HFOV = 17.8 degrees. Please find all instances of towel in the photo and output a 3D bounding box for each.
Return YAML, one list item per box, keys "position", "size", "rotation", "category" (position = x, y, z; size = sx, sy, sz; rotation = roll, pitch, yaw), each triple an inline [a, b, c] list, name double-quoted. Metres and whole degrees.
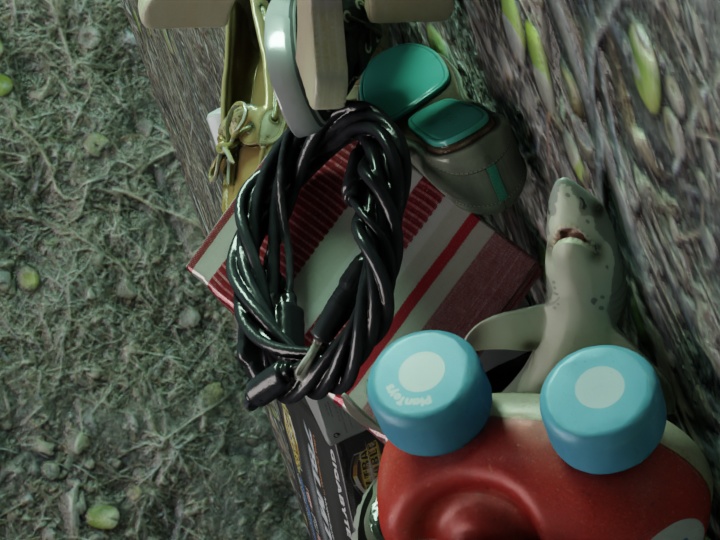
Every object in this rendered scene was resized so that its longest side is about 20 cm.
- position: [0.000, 0.000, 1.409]
  size: [0.200, 0.144, 0.023]
  rotation: [39, -176, 29]
  category: "towel"

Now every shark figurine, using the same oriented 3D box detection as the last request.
- position: [0.095, 0.047, 1.254]
  size: [0.128, 0.214, 0.090]
  rotation: [42, -145, -4]
  category: "shark figurine"

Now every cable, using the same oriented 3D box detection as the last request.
- position: [-0.025, -0.021, 1.350]
  size: [0.163, 0.051, 0.201]
  rotation: [-34, 44, 53]
  category: "cable"

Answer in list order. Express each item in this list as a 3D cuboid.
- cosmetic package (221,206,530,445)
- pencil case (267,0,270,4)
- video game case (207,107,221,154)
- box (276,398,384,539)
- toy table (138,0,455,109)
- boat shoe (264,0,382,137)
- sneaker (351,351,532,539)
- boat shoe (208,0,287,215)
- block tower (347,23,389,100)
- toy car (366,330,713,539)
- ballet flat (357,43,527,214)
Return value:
- position: [0.010, 0.006, 1.514]
  size: [0.052, 0.150, 0.200]
  rotation: [76, 169, -45]
  category: "cosmetic package"
- position: [-0.056, -0.278, 1.517]
  size: [0.087, 0.078, 0.201]
  rotation: [166, 84, -76]
  category: "pencil case"
- position: [-0.031, -0.049, 1.718]
  size: [0.182, 0.023, 0.201]
  rotation: [-36, -69, -56]
  category: "video game case"
- position: [-0.003, 0.170, 1.585]
  size: [0.199, 0.049, 0.201]
  rotation: [-134, 30, -71]
  category: "box"
- position: [-0.031, -0.189, 1.294]
  size: [0.200, 0.183, 0.117]
  rotation: [-91, 6, -50]
  category: "toy table"
- position: [-0.015, -0.151, 1.385]
  size: [0.200, 0.056, 0.069]
  rotation: [-80, -31, -55]
  category: "boat shoe"
- position: [0.065, 0.115, 1.390]
  size: [0.074, 0.200, 0.088]
  rotation: [40, 139, 7]
  category: "sneaker"
- position: [-0.073, -0.109, 1.543]
  size: [0.073, 0.063, 0.201]
  rotation: [-35, 39, 41]
  category: "boat shoe"
- position: [-0.014, -0.090, 1.482]
  size: [0.054, 0.058, 0.201]
  rotation: [38, -129, -65]
  category: "block tower"
- position: [0.077, 0.166, 1.160]
  size: [0.185, 0.176, 0.201]
  rotation: [66, -145, -50]
  category: "toy car"
- position: [0.047, -0.080, 1.382]
  size: [0.064, 0.067, 0.200]
  rotation: [61, 177, -24]
  category: "ballet flat"
